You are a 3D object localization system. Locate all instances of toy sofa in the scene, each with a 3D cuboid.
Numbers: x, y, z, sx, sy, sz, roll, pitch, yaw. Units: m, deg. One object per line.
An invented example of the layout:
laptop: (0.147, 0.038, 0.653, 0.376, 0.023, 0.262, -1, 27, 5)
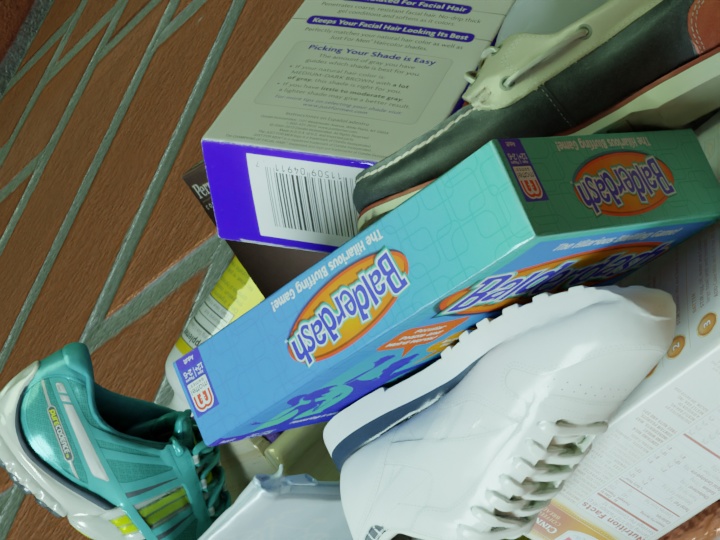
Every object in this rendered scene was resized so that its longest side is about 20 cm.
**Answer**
toy sofa: (-0.045, 0.095, 1.057, 0.083, 0.098, 0.200, -41, 5, -24)

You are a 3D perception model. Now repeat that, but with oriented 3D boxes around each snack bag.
snack bag: (-0.041, 0.167, 0.953, 0.200, 0.188, 0.021, -46, 57, 26)

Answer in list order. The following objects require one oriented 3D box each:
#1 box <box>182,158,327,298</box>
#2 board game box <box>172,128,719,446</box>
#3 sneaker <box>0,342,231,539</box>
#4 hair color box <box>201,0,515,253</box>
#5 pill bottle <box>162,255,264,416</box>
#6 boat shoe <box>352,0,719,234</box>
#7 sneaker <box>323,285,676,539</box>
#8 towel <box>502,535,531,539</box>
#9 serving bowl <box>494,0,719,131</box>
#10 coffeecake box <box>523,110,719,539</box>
box: (0.000, 0.000, 1.051, 0.075, 0.200, 0.100, -37, 7, -33)
board game box: (0.039, 0.008, 0.815, 0.200, 0.045, 0.152, -35, -18, 37)
sneaker: (-0.099, 0.113, 0.978, 0.080, 0.200, 0.078, -47, 26, 7)
hair color box: (0.013, -0.089, 0.938, 0.109, 0.065, 0.200, 9, 42, 20)
pill bottle: (-0.059, 0.053, 1.251, 0.200, 0.111, 0.111, -56, 19, 1)
boat shoe: (0.082, -0.074, 0.803, 0.199, 0.063, 0.071, -26, -13, 9)
sneaker: (0.065, 0.071, 0.806, 0.200, 0.076, 0.081, -39, 52, 43)
towel: (0.051, 0.121, 0.918, 0.018, 0.086, 0.201, -20, 40, 54)
serving bowl: (0.166, -0.101, 0.899, 0.200, 0.199, 0.066, -41, 57, 35)
coffeecake box: (0.151, 0.022, 0.861, 0.200, 0.073, 0.154, -41, 26, 35)
